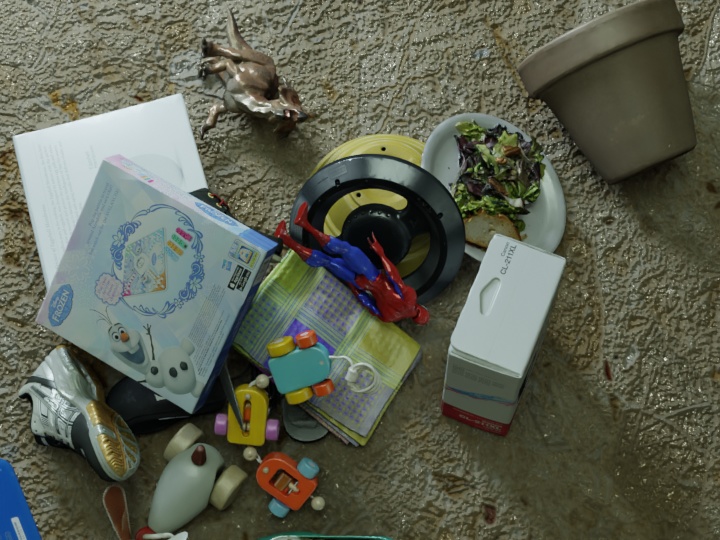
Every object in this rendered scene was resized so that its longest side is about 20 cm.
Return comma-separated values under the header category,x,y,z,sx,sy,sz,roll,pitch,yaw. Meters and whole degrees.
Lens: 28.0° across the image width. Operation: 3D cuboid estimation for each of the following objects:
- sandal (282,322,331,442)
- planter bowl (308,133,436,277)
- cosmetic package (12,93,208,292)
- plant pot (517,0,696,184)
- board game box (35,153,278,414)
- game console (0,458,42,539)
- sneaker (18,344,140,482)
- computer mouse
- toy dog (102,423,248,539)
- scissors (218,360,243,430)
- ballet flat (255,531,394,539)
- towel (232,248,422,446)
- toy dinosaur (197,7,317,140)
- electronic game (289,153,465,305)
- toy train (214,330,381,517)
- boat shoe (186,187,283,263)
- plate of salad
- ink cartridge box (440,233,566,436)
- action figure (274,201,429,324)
category,x,y,z,sx,sy,sz,roll,pitch,yaw
sandal,-0.063,0.093,1.623,0.075,0.045,0.200,-6,67,-2
planter bowl,0.029,-0.090,1.680,0.200,0.084,0.201,0,66,0
cosmetic package,-0.272,-0.068,1.649,0.199,0.123,0.200,-14,70,-7
plant pot,0.307,-0.200,1.687,0.200,0.200,0.175,-23,87,-9
board game box,-0.214,0.014,1.500,0.199,0.043,0.200,29,108,8
game console,-0.436,0.326,1.541,0.170,0.118,0.200,-10,63,-38
sneaker,-0.308,0.173,1.562,0.088,0.076,0.200,-41,46,2
computer mouse,-0.194,0.101,1.609,0.199,0.046,0.141,-10,67,3
toy dog,-0.204,0.252,1.528,0.132,0.096,0.200,16,68,8
scissors,-0.163,0.075,1.539,0.073,0.014,0.201,-10,81,21
ballet flat,-0.043,0.304,1.519,0.199,0.070,0.068,-1,67,1
towel,-0.037,0.083,1.601,0.200,0.023,0.144,40,71,-8
toy dinosaur,-0.126,-0.227,1.745,0.135,0.086,0.200,1,50,-10
electronic game,0.018,-0.039,1.612,0.199,0.200,0.042,10,32,4
toy train,-0.068,0.157,1.549,0.150,0.056,0.200,31,104,-4
boat shoe,-0.172,-0.059,1.542,0.201,0.074,0.063,20,81,10
plate of salad,0.160,-0.097,1.666,0.200,0.048,0.201,12,62,-24
ink cartridge box,0.150,0.074,1.545,0.083,0.200,0.146,21,69,9
action figure,0.000,0.000,1.586,0.200,0.065,0.052,38,36,-19
